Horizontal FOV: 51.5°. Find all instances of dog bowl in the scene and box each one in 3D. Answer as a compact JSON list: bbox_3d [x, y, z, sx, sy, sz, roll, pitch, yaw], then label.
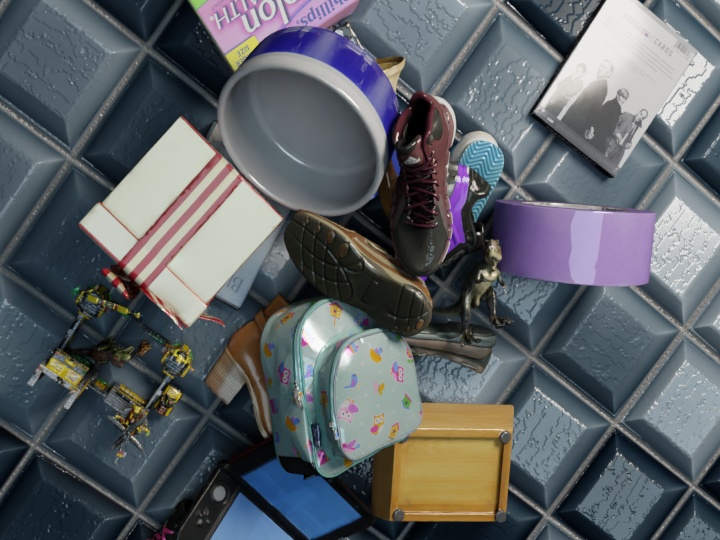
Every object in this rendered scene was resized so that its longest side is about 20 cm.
[{"bbox_3d":[-0.056,-0.162,0.832,0.198,0.200,0.080,34,50,-10],"label":"dog bowl"}]

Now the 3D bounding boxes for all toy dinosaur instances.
[{"bbox_3d":[0.144,0.040,0.931,0.046,0.201,0.090,-2,61,-21],"label":"toy dinosaur"}]

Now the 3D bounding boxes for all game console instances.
[{"bbox_3d":[-0.107,0.334,0.959,0.201,0.117,0.174,49,56,-23],"label":"game console"}]

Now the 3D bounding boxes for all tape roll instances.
[{"bbox_3d":[0.263,-0.039,0.935,0.194,0.200,0.087,2,98,-7],"label":"tape roll"}]

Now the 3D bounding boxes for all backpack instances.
[{"bbox_3d":[-0.025,0.127,0.896,0.173,0.152,0.205,-13,86,-41],"label":"backpack"}]

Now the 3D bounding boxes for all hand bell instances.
[{"bbox_3d":[0.026,-0.145,0.914,0.102,0.104,0.204,-17,112,-4],"label":"hand bell"}]

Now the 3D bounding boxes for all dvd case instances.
[{"bbox_3d":[0.340,-0.253,1.003,0.149,0.025,0.202,33,92,-10],"label":"dvd case"},{"bbox_3d":[-0.174,-0.070,0.968,0.141,0.018,0.203,28,94,-11],"label":"dvd case"}]

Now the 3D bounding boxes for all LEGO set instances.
[{"bbox_3d":[-0.309,0.120,0.927,0.200,0.116,0.154,44,91,-11],"label":"LEGO set"}]

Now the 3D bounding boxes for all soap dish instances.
[{"bbox_3d":[0.116,0.266,1.021,0.194,0.081,0.162,3,98,-9],"label":"soap dish"}]

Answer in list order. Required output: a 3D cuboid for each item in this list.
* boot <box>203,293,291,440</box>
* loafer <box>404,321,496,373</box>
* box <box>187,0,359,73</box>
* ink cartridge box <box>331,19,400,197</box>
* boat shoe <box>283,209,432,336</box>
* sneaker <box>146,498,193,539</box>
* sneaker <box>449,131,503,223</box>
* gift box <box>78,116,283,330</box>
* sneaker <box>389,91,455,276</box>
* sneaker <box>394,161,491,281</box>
[{"bbox_3d":[-0.090,0.145,0.990,0.200,0.077,0.156,42,87,-4],"label":"boot"},{"bbox_3d":[0.086,0.101,1.001,0.195,0.072,0.065,8,104,-8],"label":"loafer"},{"bbox_3d":[-0.127,-0.357,0.893,0.174,0.097,0.202,-33,101,-2],"label":"box"},{"bbox_3d":[-0.003,-0.203,0.957,0.093,0.044,0.202,-32,101,0],"label":"ink cartridge box"},{"bbox_3d":[0.000,0.000,0.876,0.198,0.074,0.076,37,115,1],"label":"boat shoe"},{"bbox_3d":[-0.245,0.353,0.994,0.195,0.074,0.090,-16,100,-10],"label":"sneaker"},{"bbox_3d":[0.119,-0.087,0.977,0.075,0.081,0.202,30,113,-10],"label":"sneaker"},{"bbox_3d":[-0.197,-0.039,0.868,0.187,0.185,0.200,-45,94,-1],"label":"gift box"},{"bbox_3d":[0.057,-0.096,0.811,0.074,0.115,0.206,2,90,18],"label":"sneaker"},{"bbox_3d":[0.102,-0.033,0.921,0.097,0.070,0.204,18,116,-5],"label":"sneaker"}]
